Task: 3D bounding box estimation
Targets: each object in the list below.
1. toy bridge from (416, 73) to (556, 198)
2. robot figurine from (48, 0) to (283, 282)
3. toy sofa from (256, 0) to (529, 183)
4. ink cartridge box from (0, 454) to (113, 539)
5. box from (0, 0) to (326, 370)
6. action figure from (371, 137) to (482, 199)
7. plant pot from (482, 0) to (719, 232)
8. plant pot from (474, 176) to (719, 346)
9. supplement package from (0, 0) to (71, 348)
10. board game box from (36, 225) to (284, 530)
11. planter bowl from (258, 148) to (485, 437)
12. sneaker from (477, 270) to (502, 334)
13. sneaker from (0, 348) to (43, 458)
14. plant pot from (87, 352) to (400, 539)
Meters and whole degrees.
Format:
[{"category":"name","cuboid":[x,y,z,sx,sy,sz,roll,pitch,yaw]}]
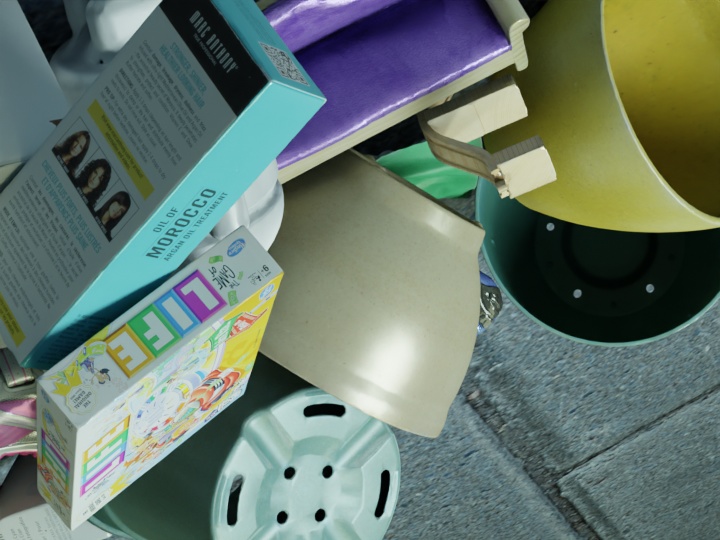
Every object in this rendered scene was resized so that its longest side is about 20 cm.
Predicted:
[{"category":"toy bridge","cuboid":[0.071,-0.098,1.207,0.067,0.200,0.027,-22,120,6]},{"category":"robot figurine","cuboid":[-0.107,-0.072,1.072,0.112,0.170,0.201,-20,118,-15]},{"category":"toy sofa","cuboid":[-0.001,-0.133,1.168,0.199,0.083,0.098,-27,157,-1]},{"category":"ink cartridge box","cuboid":[-0.273,0.175,1.464,0.199,0.048,0.160,-17,-160,9]},{"category":"box","cuboid":[-0.113,-0.046,0.950,0.200,0.082,0.049,-46,151,19]},{"category":"action figure","cuboid":[-0.015,-0.056,1.348,0.198,0.055,0.118,-17,157,-7]},{"category":"plant pot","cuboid":[0.167,-0.108,1.301,0.141,0.202,0.199,-20,166,39]},{"category":"plant pot","cuboid":[0.190,-0.035,1.451,0.200,0.202,0.161,-28,170,3]},{"category":"supplement package","cuboid":[-0.243,-0.043,1.047,0.116,0.118,0.200,-14,153,-32]},{"category":"board game box","cuboid":[-0.113,0.063,1.034,0.134,0.034,0.200,-38,169,-20]},{"category":"planter bowl","cuboid":[0.000,0.000,1.248,0.135,0.200,0.200,-59,151,4]},{"category":"sneaker","cuboid":[0.030,0.008,1.437,0.199,0.076,0.078,9,-152,43]},{"category":"sneaker","cuboid":[-0.256,0.089,1.369,0.199,0.081,0.089,2,113,-30]},{"category":"plant pot","cuboid":[-0.086,0.123,1.307,0.199,0.196,0.202,-11,110,-31]}]
